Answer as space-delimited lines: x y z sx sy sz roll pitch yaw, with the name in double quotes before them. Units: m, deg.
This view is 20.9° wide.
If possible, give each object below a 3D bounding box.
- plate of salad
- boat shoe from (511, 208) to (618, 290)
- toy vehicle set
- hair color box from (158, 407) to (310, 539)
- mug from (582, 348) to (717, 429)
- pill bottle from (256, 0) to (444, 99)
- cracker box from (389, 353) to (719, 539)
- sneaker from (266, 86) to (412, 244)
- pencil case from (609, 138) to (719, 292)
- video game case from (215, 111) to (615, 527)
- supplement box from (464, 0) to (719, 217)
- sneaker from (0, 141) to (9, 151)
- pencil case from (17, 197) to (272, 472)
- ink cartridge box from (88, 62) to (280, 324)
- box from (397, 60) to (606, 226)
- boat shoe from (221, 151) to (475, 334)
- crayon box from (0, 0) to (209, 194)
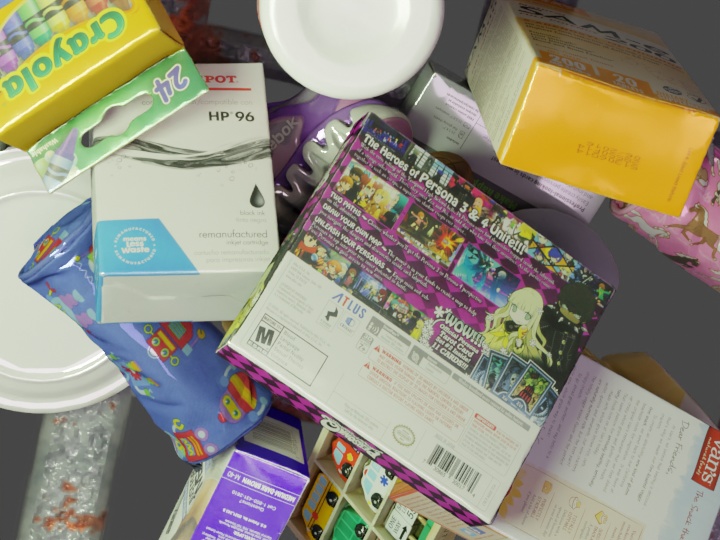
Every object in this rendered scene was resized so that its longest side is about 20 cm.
"plate of salad" -0.225 0.005 1.379 0.200 0.048 0.200 -2 109 -6
"boat shoe" 0.091 -0.001 1.330 0.200 0.074 0.065 6 152 -40
"toy vehicle set" 0.021 0.148 1.385 0.026 0.124 0.200 -13 139 -42
"hair color box" -0.108 0.202 1.422 0.065 0.109 0.200 22 105 -12
"mug" 0.168 0.132 1.390 0.153 0.149 0.187 -42 143 1
"pill bottle" -0.010 -0.172 1.252 0.112 0.200 0.112 -1 100 -4
"cracker box" 0.136 0.131 1.277 0.200 0.058 0.134 29 69 -11
"sneaker" -0.061 -0.067 1.353 0.200 0.089 0.080 -38 151 10
"pencil case" 0.276 -0.025 1.392 0.200 0.087 0.083 33 72 -14
"video game case" 0.038 0.030 1.212 0.200 0.036 0.181 34 69 -11
"supplement box" 0.148 -0.117 1.287 0.126 0.200 0.074 16 110 -10
"sneaker" -0.261 -0.188 1.297 0.114 0.076 0.200 17 104 -7
"pencil case" -0.147 0.043 1.336 0.200 0.087 0.078 50 64 -19
"ink cartridge box" -0.118 -0.069 1.270 0.116 0.200 0.068 -1 150 -10
"box" 0.064 -0.025 1.396 0.156 0.041 0.200 29 105 -12
"boat shoe" 0.000 0.000 1.340 0.200 0.072 0.072 -36 135 -7
"crayon box" -0.198 -0.166 1.219 0.126 0.052 0.200 -32 77 8
